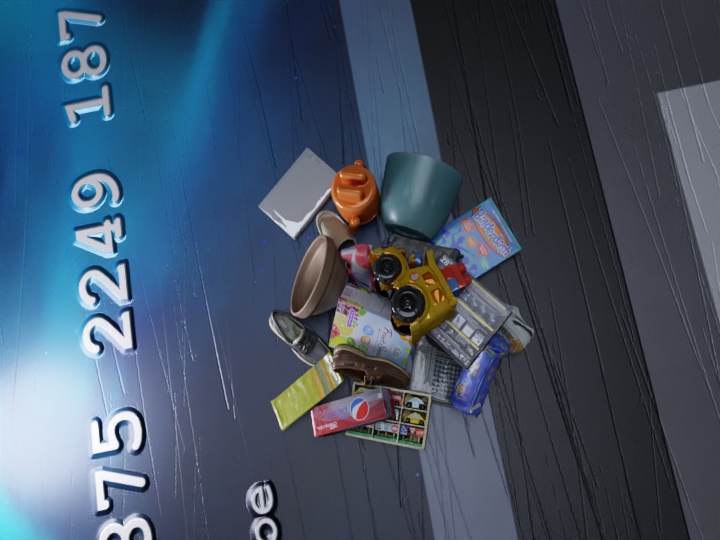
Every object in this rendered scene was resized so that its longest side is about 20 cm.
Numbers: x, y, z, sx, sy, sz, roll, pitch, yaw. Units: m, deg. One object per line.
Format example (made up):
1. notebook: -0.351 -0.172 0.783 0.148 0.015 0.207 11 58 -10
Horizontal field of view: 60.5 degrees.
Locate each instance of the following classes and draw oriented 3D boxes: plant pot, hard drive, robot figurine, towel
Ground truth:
1. plant pot: 0.134 -0.167 1.498 0.194 0.201 0.166 16 83 6
2. hard drive: -0.154 -0.200 1.604 0.131 0.026 0.201 39 84 9
3. robot figurine: -0.010 -0.179 1.504 0.114 0.200 0.147 -29 75 1
4. plant pot: -0.089 0.026 1.492 0.090 0.200 0.207 22 80 -21
5. towel: -0.129 0.289 1.477 0.199 0.018 0.087 -40 50 10
6. towel: 0.221 0.225 1.502 0.186 0.035 0.207 12 80 5

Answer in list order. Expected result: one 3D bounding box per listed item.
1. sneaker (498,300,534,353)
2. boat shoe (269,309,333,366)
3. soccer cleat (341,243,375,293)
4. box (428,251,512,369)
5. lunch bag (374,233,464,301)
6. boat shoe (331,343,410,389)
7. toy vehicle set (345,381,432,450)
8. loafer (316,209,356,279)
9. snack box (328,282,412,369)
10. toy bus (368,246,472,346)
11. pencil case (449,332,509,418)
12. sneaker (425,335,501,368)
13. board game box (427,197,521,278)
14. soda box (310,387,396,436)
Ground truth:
1. sneaker: 0.339 0.107 1.508 0.086 0.076 0.202 -24 67 -33
2. boat shoe: -0.147 0.169 1.514 0.199 0.066 0.072 39 81 8
3. soccer cleat: 0.000 0.000 1.476 0.074 0.202 0.069 -3 62 4
4. box: 0.207 0.087 1.350 0.199 0.049 0.163 40 94 17
5. lunch bag: 0.138 0.013 1.481 0.194 0.139 0.173 12 78 20
6. boat shoe: 0.022 0.241 1.449 0.194 0.073 0.069 22 48 -4
7. toy vehicle set: 0.068 0.345 1.474 0.193 0.027 0.129 6 81 14
8. loafer: -0.045 -0.073 1.553 0.075 0.068 0.202 -35 80 -4
9. snack box: 0.033 0.142 1.459 0.194 0.172 0.068 21 44 7
10. toy bus: 0.129 0.024 1.299 0.188 0.136 0.204 -27 70 -5
11. pencil case: 0.270 0.238 1.407 0.075 0.087 0.205 13 113 -14
12. sneaker: 0.244 0.187 1.457 0.194 0.076 0.072 22 82 4
13. board game box: 0.280 -0.063 1.545 0.196 0.045 0.155 -31 80 -3
14. soda box: -0.018 0.332 1.443 0.195 0.063 0.072 -20 71 23
